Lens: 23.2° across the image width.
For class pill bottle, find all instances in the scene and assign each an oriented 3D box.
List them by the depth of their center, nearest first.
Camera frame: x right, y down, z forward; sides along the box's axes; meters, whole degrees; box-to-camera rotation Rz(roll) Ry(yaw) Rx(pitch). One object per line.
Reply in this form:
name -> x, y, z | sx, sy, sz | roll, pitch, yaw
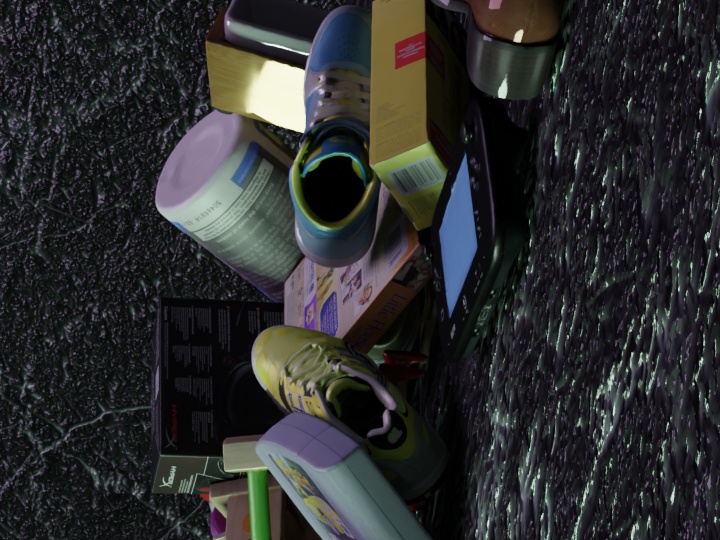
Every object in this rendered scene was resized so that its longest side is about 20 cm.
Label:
pill bottle -> -0.069, -0.040, 1.508 | 0.113, 0.200, 0.114 | -35, 32, 27

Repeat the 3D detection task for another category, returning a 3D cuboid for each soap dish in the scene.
soap dish -> -0.031, -0.164, 1.471 | 0.158, 0.198, 0.082 | -87, 13, -71

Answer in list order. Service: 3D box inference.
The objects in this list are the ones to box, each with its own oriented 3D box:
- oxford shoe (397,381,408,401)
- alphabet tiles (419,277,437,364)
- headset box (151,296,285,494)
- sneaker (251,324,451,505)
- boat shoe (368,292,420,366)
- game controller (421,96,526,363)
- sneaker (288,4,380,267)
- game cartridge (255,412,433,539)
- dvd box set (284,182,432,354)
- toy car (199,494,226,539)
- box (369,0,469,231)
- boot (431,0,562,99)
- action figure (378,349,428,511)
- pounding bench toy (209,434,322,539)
oxford shoe -> 0.001, 0.154, 1.520 | 0.071, 0.073, 0.202 | 116, 159, -80
alphabet tiles -> 0.065, -0.052, 1.391 | 0.201, 0.007, 0.168 | 101, 173, -50
headset box -> -0.073, 0.107, 1.459 | 0.075, 0.198, 0.150 | 111, 158, -56
sneaker -> -0.012, 0.083, 1.242 | 0.199, 0.075, 0.077 | 33, 161, 43
boat shoe -> 0.018, -0.008, 1.443 | 0.062, 0.071, 0.202 | 97, 179, -57
game controller -> 0.067, -0.020, 1.072 | 0.200, 0.042, 0.105 | 103, 172, -65
sneaker -> -0.009, -0.110, 1.282 | 0.131, 0.079, 0.202 | 90, -178, -80
game cartridge -> -0.012, 0.159, 1.213 | 0.134, 0.041, 0.200 | 57, 165, -7
dvd box set -> 0.000, 0.000, 1.369 | 0.200, 0.029, 0.147 | -52, 27, 34
toy car -> -0.083, 0.196, 1.603 | 0.150, 0.173, 0.201 | -55, -42, -48
box -> 0.044, -0.127, 1.276 | 0.075, 0.050, 0.201 | 52, -153, -36
boot -> 0.083, -0.225, 0.959 | 0.189, 0.068, 0.201 | -90, 8, -56
action figure -> 0.027, 0.165, 1.333 | 0.065, 0.051, 0.202 | -84, 1, -75
pounding bench toy -> -0.059, 0.238, 1.370 | 0.200, 0.123, 0.157 | 57, -152, -48
